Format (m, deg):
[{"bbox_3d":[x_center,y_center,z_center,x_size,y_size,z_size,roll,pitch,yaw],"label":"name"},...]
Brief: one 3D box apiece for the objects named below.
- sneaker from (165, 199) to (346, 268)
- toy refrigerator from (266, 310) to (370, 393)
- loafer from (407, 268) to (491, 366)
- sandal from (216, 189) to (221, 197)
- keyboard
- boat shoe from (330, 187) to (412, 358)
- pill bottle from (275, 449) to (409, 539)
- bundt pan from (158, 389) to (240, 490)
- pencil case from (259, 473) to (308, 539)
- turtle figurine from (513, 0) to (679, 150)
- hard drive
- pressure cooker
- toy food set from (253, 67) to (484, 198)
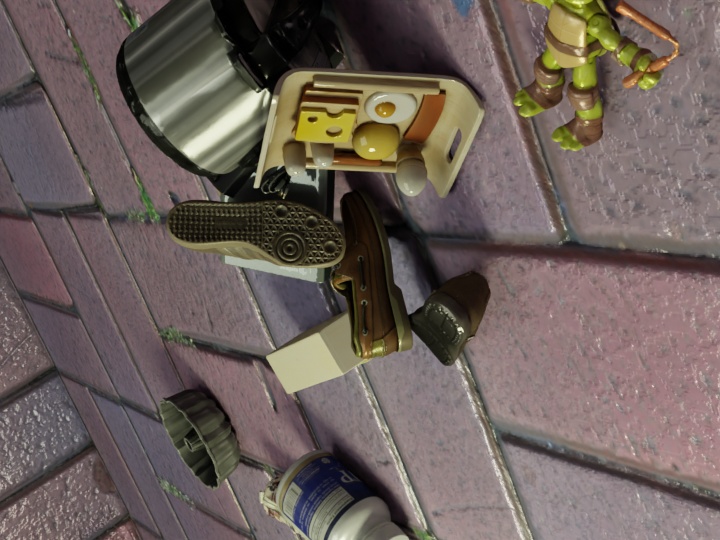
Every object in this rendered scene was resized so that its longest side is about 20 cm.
[{"bbox_3d":[-0.112,-0.044,1.184,0.076,0.198,0.071,67,-146,-86],"label":"sneaker"},{"bbox_3d":[-0.049,0.111,1.433,0.070,0.076,0.200,59,152,-1],"label":"toy refrigerator"},{"bbox_3d":[0.102,0.049,1.138,0.073,0.071,0.200,48,167,3],"label":"loafer"},{"bbox_3d":[-0.131,-0.066,1.393,0.212,0.077,0.070,48,147,8],"label":"sandal"},{"bbox_3d":[-0.091,-0.161,1.150,0.127,0.021,0.200,45,104,21],"label":"keyboard"},{"bbox_3d":[0.000,0.000,1.186,0.072,0.067,0.202,97,158,-63],"label":"boat shoe"},{"bbox_3d":[-0.025,0.372,1.602,0.200,0.119,0.121,36,145,37],"label":"pill bottle"},{"bbox_3d":[-0.298,0.314,2.039,0.202,0.075,0.203,39,145,33],"label":"bundt pan"},{"bbox_3d":[-0.087,0.411,1.774,0.199,0.089,0.079,25,104,49],"label":"pencil case"},{"bbox_3d":[0.156,-0.181,0.823,0.199,0.064,0.162,35,152,24],"label":"turtle figurine"},{"bbox_3d":[-0.094,-0.095,1.211,0.138,0.033,0.202,11,110,24],"label":"hard drive"},{"bbox_3d":[-0.120,-0.210,1.062,0.199,0.178,0.177,-33,65,21],"label":"pressure cooker"},{"bbox_3d":[0.003,-0.120,1.020,0.144,0.198,0.061,111,156,-57],"label":"toy food set"}]
